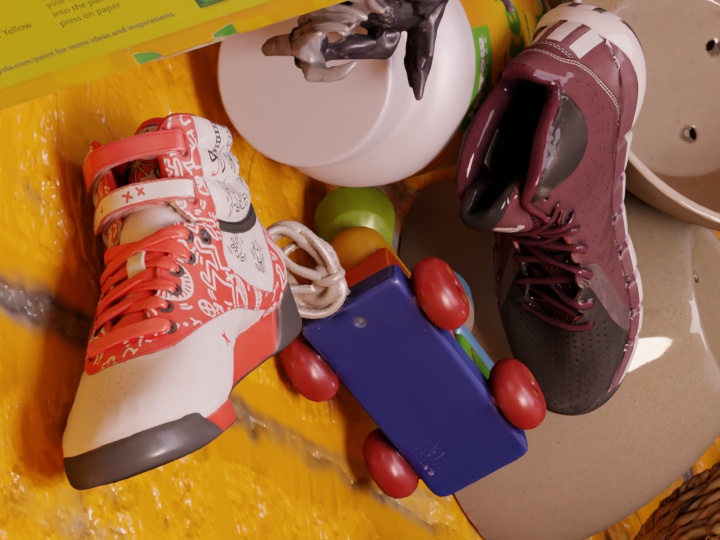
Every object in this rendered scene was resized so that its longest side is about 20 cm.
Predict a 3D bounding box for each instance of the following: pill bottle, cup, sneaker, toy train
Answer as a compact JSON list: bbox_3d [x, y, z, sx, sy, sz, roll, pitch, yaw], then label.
[{"bbox_3d":[0.011,-0.097,1.378,0.200,0.111,0.111,-19,94,-68],"label":"pill bottle"},{"bbox_3d":[0.179,-0.107,1.496,0.143,0.200,0.201,153,-76,-74],"label":"cup"},{"bbox_3d":[-0.083,0.005,1.149,0.201,0.067,0.108,-50,121,-68],"label":"sneaker"},{"bbox_3d":[0.000,0.000,1.351,0.200,0.085,0.116,52,16,-34],"label":"toy train"},{"bbox_3d":[0.075,-0.015,1.369,0.115,0.075,0.201,-33,127,-55],"label":"sneaker"}]

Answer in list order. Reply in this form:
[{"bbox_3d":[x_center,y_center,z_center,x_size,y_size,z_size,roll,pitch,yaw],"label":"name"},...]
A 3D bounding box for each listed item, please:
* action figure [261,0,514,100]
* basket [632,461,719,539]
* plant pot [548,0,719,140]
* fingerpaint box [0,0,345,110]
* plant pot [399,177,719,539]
[{"bbox_3d":[-0.021,-0.130,1.217,0.102,0.199,0.119,172,-82,-73],"label":"action figure"},{"bbox_3d":[0.224,0.191,1.584,0.143,0.200,0.149,27,46,-22],"label":"basket"},{"bbox_3d":[0.127,-0.149,1.642,0.200,0.187,0.187,53,27,-14],"label":"plant pot"},{"bbox_3d":[-0.094,-0.155,1.045,0.167,0.200,0.073,55,28,-40],"label":"fingerpaint box"},{"bbox_3d":[0.122,0.036,1.531,0.200,0.134,0.201,46,36,-50],"label":"plant pot"}]
